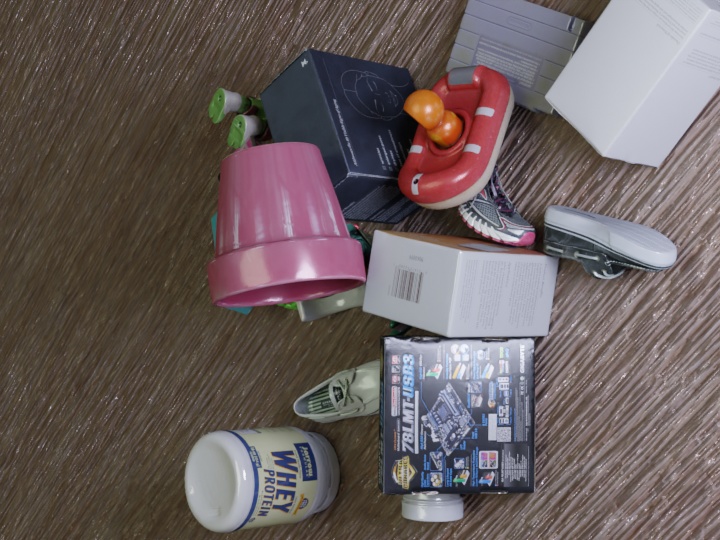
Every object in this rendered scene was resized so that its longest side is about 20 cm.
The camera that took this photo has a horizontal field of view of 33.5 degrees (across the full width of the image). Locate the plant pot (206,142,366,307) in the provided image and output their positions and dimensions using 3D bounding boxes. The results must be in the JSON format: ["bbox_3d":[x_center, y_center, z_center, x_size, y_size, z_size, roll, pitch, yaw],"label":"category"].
[{"bbox_3d":[-0.102,-0.058,1.503,0.199,0.199,0.180,-15,81,44],"label":"plant pot"}]

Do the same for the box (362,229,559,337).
[{"bbox_3d":[0.128,0.017,1.508,0.152,0.199,0.107,14,99,44],"label":"box"}]

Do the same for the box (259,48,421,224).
[{"bbox_3d":[-0.009,-0.182,1.660,0.124,0.196,0.201,-35,64,38],"label":"box"}]

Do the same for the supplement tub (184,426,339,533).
[{"bbox_3d":[-0.143,0.305,1.767,0.144,0.199,0.146,-3,86,45],"label":"supplement tub"}]

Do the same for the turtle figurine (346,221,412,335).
[{"bbox_3d":[0.000,0.000,1.647,0.101,0.150,0.200,-41,73,3],"label":"turtle figurine"}]

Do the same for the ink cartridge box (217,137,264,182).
[{"bbox_3d":[-0.174,-0.129,1.837,0.095,0.037,0.200,-52,30,19],"label":"ink cartridge box"}]

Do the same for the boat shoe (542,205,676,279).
[{"bbox_3d":[0.299,-0.024,1.442,0.200,0.072,0.071,27,116,53],"label":"boat shoe"}]

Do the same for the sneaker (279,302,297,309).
[{"bbox_3d":[-0.078,-0.008,1.824,0.200,0.076,0.084,-43,27,40],"label":"sneaker"}]

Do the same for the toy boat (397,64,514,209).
[{"bbox_3d":[0.103,-0.182,1.518,0.130,0.130,0.201,3,69,46],"label":"toy boat"}]

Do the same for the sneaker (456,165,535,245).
[{"bbox_3d":[0.161,-0.104,1.567,0.200,0.080,0.075,51,120,35],"label":"sneaker"}]

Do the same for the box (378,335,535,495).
[{"bbox_3d":[0.122,0.183,1.519,0.050,0.197,0.202,162,107,-84],"label":"box"}]

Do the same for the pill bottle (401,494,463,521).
[{"bbox_3d":[0.097,0.227,1.594,0.108,0.108,0.202,-1,87,45],"label":"pill bottle"}]

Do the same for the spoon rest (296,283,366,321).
[{"bbox_3d":[0.000,0.021,1.751,0.199,0.060,0.100,-25,71,28],"label":"spoon rest"}]

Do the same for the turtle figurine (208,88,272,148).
[{"bbox_3d":[-0.135,-0.202,1.795,0.199,0.193,0.145,-22,75,45],"label":"turtle figurine"}]

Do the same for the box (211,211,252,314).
[{"bbox_3d":[-0.190,-0.033,1.896,0.082,0.049,0.201,-50,35,31],"label":"box"}]

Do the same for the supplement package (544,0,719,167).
[{"bbox_3d":[0.332,-0.237,1.371,0.120,0.121,0.200,53,122,34],"label":"supplement package"}]

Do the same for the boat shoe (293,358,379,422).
[{"bbox_3d":[-0.017,0.184,1.741,0.200,0.067,0.074,-33,66,39],"label":"boat shoe"}]

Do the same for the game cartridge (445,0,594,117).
[{"bbox_3d":[0.205,-0.288,1.566,0.200,0.038,0.130,32,114,41],"label":"game cartridge"}]
